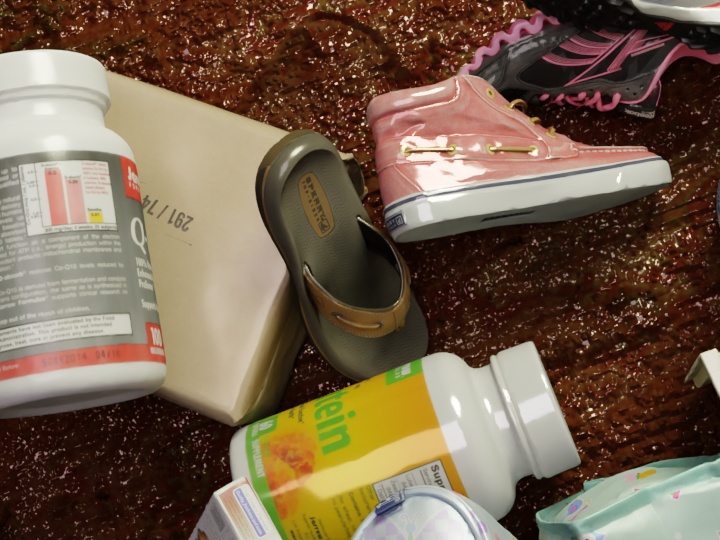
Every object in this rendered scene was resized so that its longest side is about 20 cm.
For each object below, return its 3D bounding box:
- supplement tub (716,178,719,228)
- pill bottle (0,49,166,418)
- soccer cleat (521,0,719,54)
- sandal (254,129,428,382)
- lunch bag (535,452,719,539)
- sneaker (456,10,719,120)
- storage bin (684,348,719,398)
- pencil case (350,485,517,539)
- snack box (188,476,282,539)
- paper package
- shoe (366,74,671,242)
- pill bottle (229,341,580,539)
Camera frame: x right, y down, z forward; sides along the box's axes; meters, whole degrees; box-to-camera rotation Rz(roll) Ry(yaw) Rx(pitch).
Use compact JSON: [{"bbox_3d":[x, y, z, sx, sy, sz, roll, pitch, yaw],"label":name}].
[{"bbox_3d":[0.279,-0.057,0.743,0.132,0.200,0.132,-2,81,10],"label":"supplement tub"},{"bbox_3d":[-0.184,-0.020,0.762,0.116,0.116,0.200,-11,81,8],"label":"pill bottle"},{"bbox_3d":[0.178,-0.183,0.788,0.200,0.068,0.073,11,82,-6],"label":"soccer cleat"},{"bbox_3d":[0.000,0.000,0.796,0.055,0.200,0.082,19,52,42],"label":"sandal"},{"bbox_3d":[0.174,0.197,0.729,0.122,0.200,0.170,-22,80,-8],"label":"lunch bag"},{"bbox_3d":[0.155,-0.135,0.850,0.200,0.079,0.095,-26,89,7],"label":"sneaker"},{"bbox_3d":[0.269,0.127,0.718,0.094,0.199,0.200,-25,77,7],"label":"storage bin"},{"bbox_3d":[0.060,0.191,0.743,0.091,0.200,0.083,-32,57,8],"label":"pencil case"},{"bbox_3d":[-0.074,0.181,0.777,0.024,0.200,0.072,-27,77,-22],"label":"snack box"},{"bbox_3d":[-0.123,-0.015,0.861,0.200,0.103,0.191,21,85,12],"label":"paper package"},{"bbox_3d":[0.101,-0.078,0.815,0.200,0.071,0.091,-9,80,-20],"label":"shoe"},{"bbox_3d":[0.029,0.117,0.808,0.200,0.111,0.111,-22,78,6],"label":"pill bottle"}]
